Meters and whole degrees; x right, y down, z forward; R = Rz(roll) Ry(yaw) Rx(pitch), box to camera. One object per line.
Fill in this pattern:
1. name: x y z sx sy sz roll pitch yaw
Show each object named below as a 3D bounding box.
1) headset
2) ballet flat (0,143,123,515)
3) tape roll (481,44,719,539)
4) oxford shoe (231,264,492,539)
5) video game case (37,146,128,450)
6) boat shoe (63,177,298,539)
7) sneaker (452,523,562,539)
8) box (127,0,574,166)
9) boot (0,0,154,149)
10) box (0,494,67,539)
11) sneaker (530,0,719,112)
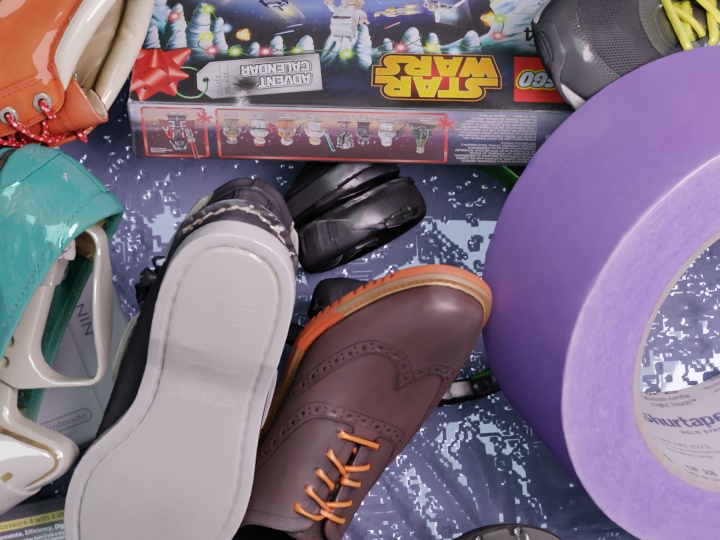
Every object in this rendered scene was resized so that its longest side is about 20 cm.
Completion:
1. headset: 0.000 0.000 1.059 0.199 0.094 0.124 -7 81 -8
2. ballet flat: -0.145 0.048 0.998 0.070 0.067 0.200 22 103 17
3. tape roll: 0.156 0.013 1.001 0.200 0.085 0.200 -10 119 -19
4. oxford shoe: -0.008 0.077 1.011 0.071 0.200 0.073 21 38 -26
5. video game case: -0.214 0.016 1.075 0.200 0.024 0.182 -20 80 -15
6. boat shoe: -0.073 0.052 0.996 0.074 0.060 0.200 15 122 -3
7. sneaker: -0.005 0.157 1.004 0.200 0.079 0.076 -7 80 -23
8. box: 0.001 -0.110 1.072 0.199 0.040 0.137 1 51 2
9. boot: -0.167 -0.066 1.022 0.107 0.075 0.200 32 94 20
10. box: -0.168 0.189 1.059 0.200 0.049 0.162 -12 83 0
11. sneaker: 0.160 -0.111 1.032 0.200 0.085 0.075 -8 67 -38
